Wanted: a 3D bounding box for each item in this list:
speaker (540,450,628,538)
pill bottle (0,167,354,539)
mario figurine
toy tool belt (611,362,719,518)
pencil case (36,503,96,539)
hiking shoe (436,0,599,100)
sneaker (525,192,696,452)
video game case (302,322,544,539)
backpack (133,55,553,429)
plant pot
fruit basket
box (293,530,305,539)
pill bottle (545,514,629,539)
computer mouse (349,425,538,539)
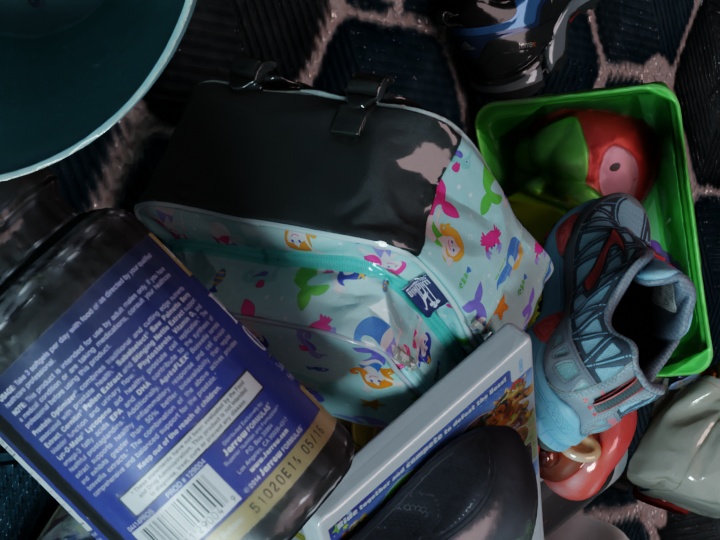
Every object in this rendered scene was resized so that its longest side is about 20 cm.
[{"bbox_3d":[0.088,0.144,1.060,0.200,0.081,0.081,-27,113,-48],"label":"speaker"},{"bbox_3d":[-0.108,0.045,0.722,0.200,0.112,0.112,46,51,-5],"label":"pill bottle"},{"bbox_3d":[0.076,0.075,0.982,0.200,0.124,0.106,0,131,-28],"label":"mario figurine"},{"bbox_3d":[0.246,0.108,1.168,0.200,0.125,0.123,93,16,-81],"label":"toy tool belt"},{"bbox_3d":[-0.126,0.144,0.787,0.089,0.078,0.200,40,58,-15],"label":"pencil case"},{"bbox_3d":[0.121,-0.205,1.076,0.087,0.074,0.200,55,52,-40],"label":"hiking shoe"},{"bbox_3d":[0.153,0.021,0.936,0.079,0.095,0.200,50,37,-23],"label":"sneaker"},{"bbox_3d":[0.038,0.133,0.846,0.143,0.018,0.200,-39,145,-22],"label":"video game case"},{"bbox_3d":[0.000,0.000,0.858,0.200,0.177,0.151,36,68,-55],"label":"backpack"},{"bbox_3d":[-0.151,-0.140,0.668,0.135,0.200,0.200,-68,155,-80],"label":"plant pot"},{"bbox_3d":[0.139,-0.015,1.073,0.216,0.155,0.216,-4,90,-68],"label":"fruit basket"},{"bbox_3d":[0.009,0.195,0.954,0.049,0.082,0.200,-42,126,-24],"label":"box"},{"bbox_3d":[0.135,0.273,1.100,0.116,0.116,0.200,-27,114,-48],"label":"pill bottle"},{"bbox_3d":[0.022,0.158,0.781,0.200,0.053,0.139,-43,146,-17],"label":"computer mouse"}]
